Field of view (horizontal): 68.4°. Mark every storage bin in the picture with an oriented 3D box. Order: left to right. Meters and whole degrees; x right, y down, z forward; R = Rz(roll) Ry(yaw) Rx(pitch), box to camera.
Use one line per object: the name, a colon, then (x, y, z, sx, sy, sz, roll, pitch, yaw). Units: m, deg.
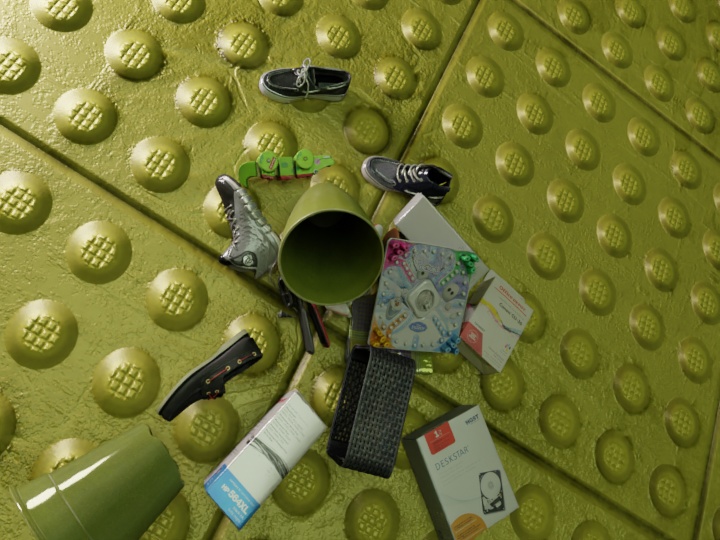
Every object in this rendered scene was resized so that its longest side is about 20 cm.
storage bin: (0.018, 0.246, 0.945, 0.091, 0.135, 0.207, 17, 79, -14)

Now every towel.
towel: (0.062, 0.127, 1.062, 0.193, 0.023, 0.149, 12, 72, -15)

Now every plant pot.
plant pot: (-0.372, 0.338, 0.789, 0.188, 0.199, 0.203, -35, 89, -34)
plant pot: (-0.062, -0.075, 0.975, 0.180, 0.192, 0.202, 9, 32, -16)

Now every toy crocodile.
toy crocodile: (-0.146, -0.204, 1.052, 0.193, 0.067, 0.064, -8, 98, -18)

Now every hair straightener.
hair straightener: (-0.120, 0.061, 0.985, 0.075, 0.041, 0.207, -21, 99, -28)

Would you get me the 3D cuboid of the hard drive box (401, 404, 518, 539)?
hard drive box: (0.188, 0.386, 1.012, 0.152, 0.077, 0.206, -20, 83, -22)

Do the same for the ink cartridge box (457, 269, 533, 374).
ink cartridge box: (0.283, 0.100, 1.119, 0.116, 0.067, 0.202, 38, 68, -6)

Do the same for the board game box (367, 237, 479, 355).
board game box: (0.122, 0.055, 0.995, 0.193, 0.026, 0.208, 7, 100, -23)

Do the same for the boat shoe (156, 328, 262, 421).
boat shoe: (-0.256, 0.188, 0.912, 0.200, 0.074, 0.063, -40, 82, -27)

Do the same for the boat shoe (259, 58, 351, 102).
boat shoe: (-0.113, -0.397, 1.109, 0.192, 0.068, 0.076, 2, 75, -18)

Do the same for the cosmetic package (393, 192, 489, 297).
cosmetic package: (0.161, -0.055, 1.078, 0.085, 0.108, 0.200, -44, 95, 9)

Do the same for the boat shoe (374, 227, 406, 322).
boat shoe: (0.071, 0.014, 1.064, 0.069, 0.070, 0.206, 26, 56, -30)

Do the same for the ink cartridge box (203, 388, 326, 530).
ink cartridge box: (-0.159, 0.304, 0.876, 0.085, 0.146, 0.200, 46, 68, -1)

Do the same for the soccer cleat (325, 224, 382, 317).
soccer cleat: (0.000, 0.000, 1.037, 0.084, 0.069, 0.202, 27, 70, 25)

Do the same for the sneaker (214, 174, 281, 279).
sneaker: (-0.233, -0.073, 0.986, 0.115, 0.075, 0.202, -39, 92, -20)

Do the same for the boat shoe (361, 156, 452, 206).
boat shoe: (0.103, -0.205, 1.121, 0.194, 0.093, 0.077, 17, 71, -14)
